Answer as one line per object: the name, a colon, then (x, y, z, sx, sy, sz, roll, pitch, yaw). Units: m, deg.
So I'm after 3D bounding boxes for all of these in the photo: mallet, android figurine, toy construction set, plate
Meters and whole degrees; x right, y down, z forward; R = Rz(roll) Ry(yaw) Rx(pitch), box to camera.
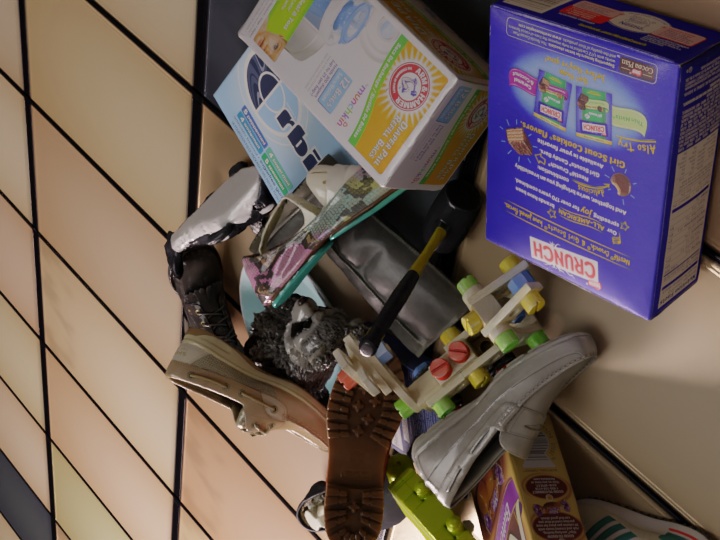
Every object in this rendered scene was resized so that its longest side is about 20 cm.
mallet: (0.045, 0.006, 1.047, 0.041, 0.201, 0.066, 31, 146, 4)
android figurine: (0.086, 0.261, 1.223, 0.182, 0.041, 0.201, 46, 170, 27)
toy construction set: (0.079, 0.070, 1.065, 0.093, 0.198, 0.131, 69, -168, 20)
plate: (-0.069, 0.068, 1.386, 0.199, 0.025, 0.203, 33, 136, 39)

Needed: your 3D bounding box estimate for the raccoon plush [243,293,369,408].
raccoon plush: (-0.029, 0.100, 1.274, 0.133, 0.097, 0.200, 16, 153, 46)

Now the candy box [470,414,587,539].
candy box: (0.155, 0.243, 1.088, 0.118, 0.056, 0.202, 104, 161, -44)

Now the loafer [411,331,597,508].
loafer: (0.132, 0.129, 1.057, 0.200, 0.070, 0.070, -43, 61, 23)

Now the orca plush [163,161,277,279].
orca plush: (-0.141, -0.047, 1.362, 0.071, 0.106, 0.200, 32, 124, -27)

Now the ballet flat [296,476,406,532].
ballet flat: (-0.015, 0.278, 1.414, 0.199, 0.073, 0.074, -19, 97, 56)

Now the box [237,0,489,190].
box: (0.012, -0.173, 1.014, 0.200, 0.101, 0.113, 48, 115, 22)

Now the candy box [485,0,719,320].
candy box: (0.176, -0.091, 0.904, 0.168, 0.077, 0.203, 29, 132, 39)

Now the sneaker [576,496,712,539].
sneaker: (0.216, 0.258, 1.067, 0.198, 0.093, 0.071, 2, 114, 53)

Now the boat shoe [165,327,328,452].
boat shoe: (-0.107, 0.138, 1.251, 0.199, 0.065, 0.072, 35, 156, -13)

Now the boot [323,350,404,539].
boot: (-0.002, 0.173, 1.225, 0.107, 0.074, 0.203, 113, 167, -86)

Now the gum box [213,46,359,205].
gum box: (-0.054, -0.154, 1.199, 0.171, 0.044, 0.200, 59, 147, 5)

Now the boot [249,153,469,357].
boot: (-0.002, 0.002, 1.183, 0.200, 0.073, 0.182, 42, 147, -6)

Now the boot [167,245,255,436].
boot: (-0.158, 0.081, 1.450, 0.175, 0.068, 0.202, 52, 157, 40)

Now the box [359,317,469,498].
box: (0.054, 0.139, 1.245, 0.199, 0.032, 0.123, 30, 134, 51)

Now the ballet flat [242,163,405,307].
ballet flat: (-0.038, -0.047, 1.089, 0.200, 0.069, 0.071, -41, 88, 27)
